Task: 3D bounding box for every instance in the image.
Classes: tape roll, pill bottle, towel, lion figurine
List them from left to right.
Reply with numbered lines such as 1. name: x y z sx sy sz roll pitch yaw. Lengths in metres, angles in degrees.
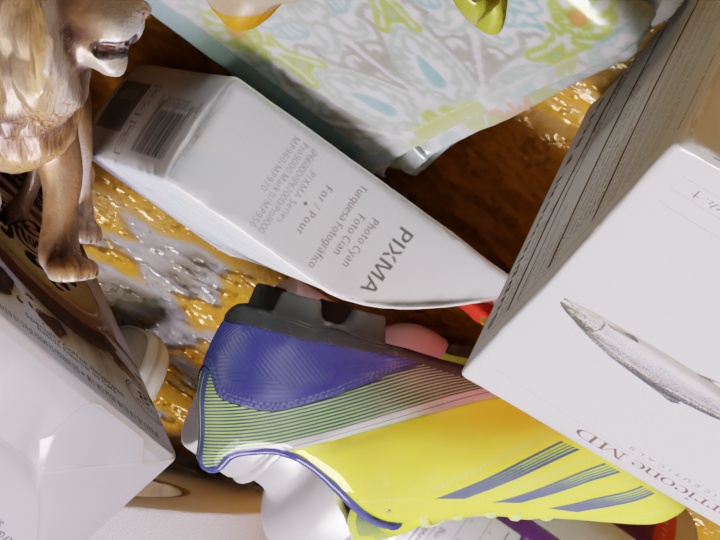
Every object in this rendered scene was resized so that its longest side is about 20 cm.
1. lion figurine: -0.118 -0.061 0.982 0.072 0.123 0.200 -4 -173 -12
2. tape roll: -0.137 0.114 1.347 0.202 0.037 0.203 7 -178 0
3. towel: -0.014 -0.116 0.907 0.200 0.048 0.171 36 151 -17
4. pill bottle: 0.030 0.092 1.169 0.200 0.112 0.111 35 154 -13

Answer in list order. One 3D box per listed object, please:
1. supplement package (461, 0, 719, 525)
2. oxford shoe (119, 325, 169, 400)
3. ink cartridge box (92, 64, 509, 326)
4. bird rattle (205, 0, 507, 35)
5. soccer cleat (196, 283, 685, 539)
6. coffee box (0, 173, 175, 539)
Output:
1. supplement package: 0.130 -0.017 0.861 0.117 0.118 0.200 29 155 -3
2. oxford shoe: -0.158 0.052 1.330 0.058 0.075 0.200 39 158 -29
3. ink cartridge box: 0.000 0.000 1.044 0.200 0.047 0.160 37 174 -16
4. bird rattle: -0.035 -0.139 0.765 0.200 0.113 0.163 40 139 -16
5. soccer cleat: 0.030 0.069 1.066 0.200 0.084 0.065 19 179 -20
6. coffee box: -0.159 0.015 1.128 0.113 0.080 0.200 43 -170 -35
